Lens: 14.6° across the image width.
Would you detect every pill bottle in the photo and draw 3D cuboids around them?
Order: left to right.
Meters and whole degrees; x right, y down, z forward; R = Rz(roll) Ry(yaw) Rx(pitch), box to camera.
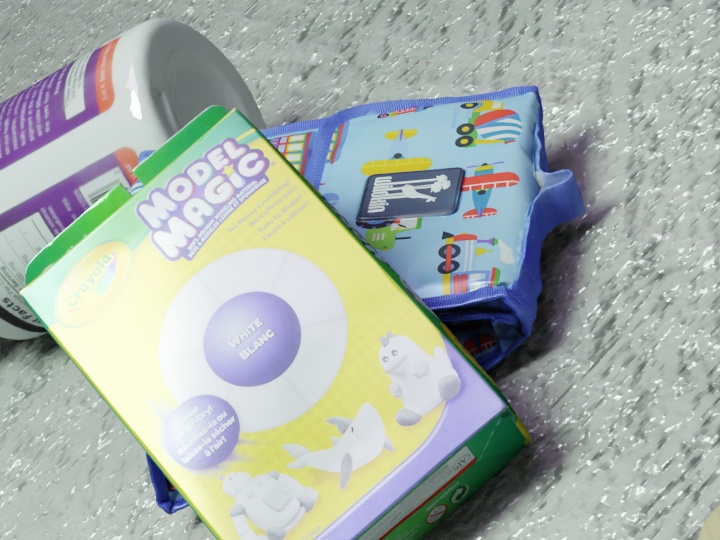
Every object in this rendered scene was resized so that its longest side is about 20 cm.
[{"bbox_3d":[-0.150,-0.033,1.384,0.200,0.111,0.112,-26,28,26],"label":"pill bottle"}]

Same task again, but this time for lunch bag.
[{"bbox_3d":[0.000,0.000,1.177,0.200,0.094,0.151,-16,32,18],"label":"lunch bag"}]

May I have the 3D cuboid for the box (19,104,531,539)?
[{"bbox_3d":[-0.042,0.027,1.080,0.117,0.048,0.200,-41,61,-3],"label":"box"}]

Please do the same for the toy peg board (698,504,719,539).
[{"bbox_3d":[0.205,0.085,0.749,0.199,0.098,0.200,-48,21,21],"label":"toy peg board"}]
